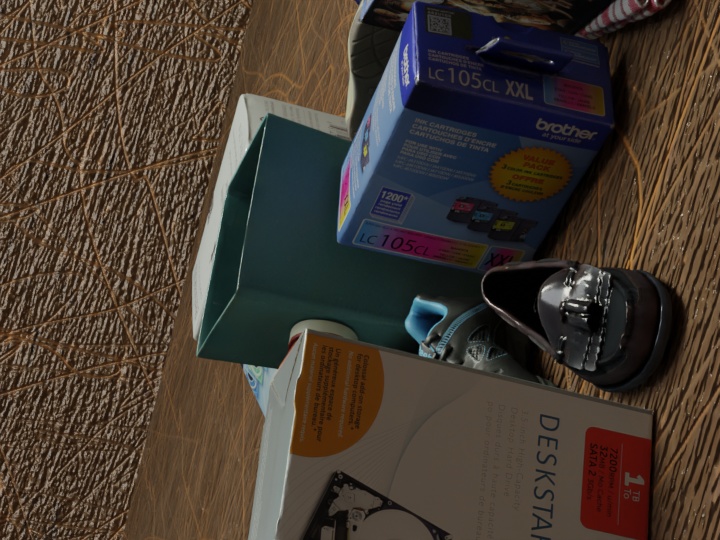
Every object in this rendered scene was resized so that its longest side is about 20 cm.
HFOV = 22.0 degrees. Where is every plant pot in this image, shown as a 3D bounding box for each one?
[{"bbox_3d":[0.000,0.000,1.348,0.141,0.199,0.142,129,152,-63],"label":"plant pot"}]

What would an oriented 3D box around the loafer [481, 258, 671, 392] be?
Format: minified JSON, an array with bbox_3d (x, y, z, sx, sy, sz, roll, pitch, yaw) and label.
[{"bbox_3d":[0.121,0.026,1.079,0.200,0.063,0.072,-158,81,-78],"label":"loafer"}]

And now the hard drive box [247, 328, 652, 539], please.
[{"bbox_3d":[0.046,0.134,0.976,0.077,0.199,0.156,125,155,-59],"label":"hard drive box"}]

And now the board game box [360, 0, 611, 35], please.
[{"bbox_3d":[0.084,-0.188,1.200,0.200,0.135,0.035,140,142,-77],"label":"board game box"}]

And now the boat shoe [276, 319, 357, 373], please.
[{"bbox_3d":[-0.026,0.102,1.337,0.200,0.071,0.063,86,-173,-65],"label":"boat shoe"}]

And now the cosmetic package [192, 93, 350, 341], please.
[{"bbox_3d":[-0.058,-0.035,1.755,0.165,0.164,0.201,-102,28,-67],"label":"cosmetic package"}]

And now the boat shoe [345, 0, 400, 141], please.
[{"bbox_3d":[0.020,-0.182,1.450,0.200,0.074,0.074,106,161,-50],"label":"boat shoe"}]

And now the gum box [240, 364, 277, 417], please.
[{"bbox_3d":[-0.030,0.102,1.531,0.200,0.044,0.170,62,151,27],"label":"gum box"}]

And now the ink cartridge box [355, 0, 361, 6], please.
[{"bbox_3d":[0.057,-0.265,1.556,0.136,0.076,0.201,39,-119,-65],"label":"ink cartridge box"}]

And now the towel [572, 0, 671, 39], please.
[{"bbox_3d":[0.176,-0.223,1.199,0.200,0.030,0.147,174,109,-81],"label":"towel"}]

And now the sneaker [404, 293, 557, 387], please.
[{"bbox_3d":[0.075,0.079,1.194,0.200,0.082,0.073,-106,34,-65],"label":"sneaker"}]

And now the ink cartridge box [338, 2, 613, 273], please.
[{"bbox_3d":[0.077,-0.091,1.205,0.200,0.136,0.077,116,160,-47],"label":"ink cartridge box"}]
